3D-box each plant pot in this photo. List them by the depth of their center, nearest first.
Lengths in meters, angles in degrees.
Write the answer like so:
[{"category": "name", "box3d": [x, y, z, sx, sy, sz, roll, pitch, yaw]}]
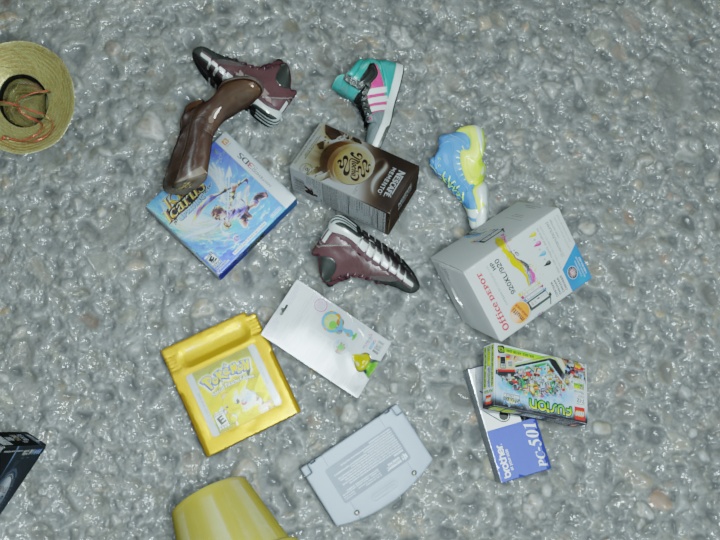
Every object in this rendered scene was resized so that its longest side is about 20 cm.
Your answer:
[{"category": "plant pot", "box3d": [-0.201, 0.438, 1.220, 0.200, 0.201, 0.189, -27, 66, -10]}]

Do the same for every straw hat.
[{"category": "straw hat", "box3d": [-0.589, -0.292, 1.377, 0.200, 0.085, 0.202, 0, 84, -5]}]

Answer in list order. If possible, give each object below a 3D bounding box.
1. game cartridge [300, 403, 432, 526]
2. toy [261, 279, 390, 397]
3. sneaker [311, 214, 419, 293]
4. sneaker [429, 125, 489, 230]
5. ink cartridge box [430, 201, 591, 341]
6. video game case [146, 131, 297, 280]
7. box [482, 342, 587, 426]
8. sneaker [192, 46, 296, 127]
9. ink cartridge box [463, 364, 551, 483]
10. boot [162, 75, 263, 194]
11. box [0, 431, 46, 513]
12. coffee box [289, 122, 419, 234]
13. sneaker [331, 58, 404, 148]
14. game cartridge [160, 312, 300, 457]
[{"category": "game cartridge", "box3d": [0.016, 0.337, 1.330, 0.200, 0.040, 0.133, -31, 79, -10]}, {"category": "toy", "box3d": [-0.060, 0.121, 1.361, 0.200, 0.047, 0.115, 33, 74, -2]}, {"category": "sneaker", "box3d": [0.000, 0.000, 1.381, 0.200, 0.076, 0.116, 38, 107, -13]}, {"category": "sneaker", "box3d": [0.182, -0.166, 1.438, 0.105, 0.076, 0.201, -4, 79, 13]}, {"category": "ink cartridge box", "box3d": [0.256, -0.002, 1.344, 0.200, 0.145, 0.147, -33, 107, -10]}, {"category": "video game case", "box3d": [-0.246, -0.117, 1.393, 0.181, 0.045, 0.200, 43, 78, 5]}, {"category": "box", "box3d": [0.302, 0.198, 1.342, 0.200, 0.035, 0.110, 14, 67, -24]}, {"category": "sneaker", "box3d": [-0.204, -0.365, 1.440, 0.200, 0.076, 0.116, 39, 73, -7]}, {"category": "ink cartridge box", "box3d": [0.255, 0.258, 1.362, 0.094, 0.044, 0.200, -14, 80, -7]}, {"category": "boot", "box3d": [-0.254, -0.227, 1.340, 0.064, 0.186, 0.200, 41, 42, -38]}, {"category": "box", "box3d": [-0.575, 0.326, 1.193, 0.043, 0.200, 0.160, 31, 77, 2]}, {"category": "coffee box", "box3d": [-0.010, -0.163, 1.377, 0.200, 0.080, 0.113, 26, 66, 13]}, {"category": "sneaker", "box3d": [0.002, -0.309, 1.432, 0.120, 0.084, 0.200, 17, 70, -7]}, {"category": "game cartridge", "box3d": [-0.223, 0.191, 1.339, 0.176, 0.032, 0.200, -25, 83, -10]}]
